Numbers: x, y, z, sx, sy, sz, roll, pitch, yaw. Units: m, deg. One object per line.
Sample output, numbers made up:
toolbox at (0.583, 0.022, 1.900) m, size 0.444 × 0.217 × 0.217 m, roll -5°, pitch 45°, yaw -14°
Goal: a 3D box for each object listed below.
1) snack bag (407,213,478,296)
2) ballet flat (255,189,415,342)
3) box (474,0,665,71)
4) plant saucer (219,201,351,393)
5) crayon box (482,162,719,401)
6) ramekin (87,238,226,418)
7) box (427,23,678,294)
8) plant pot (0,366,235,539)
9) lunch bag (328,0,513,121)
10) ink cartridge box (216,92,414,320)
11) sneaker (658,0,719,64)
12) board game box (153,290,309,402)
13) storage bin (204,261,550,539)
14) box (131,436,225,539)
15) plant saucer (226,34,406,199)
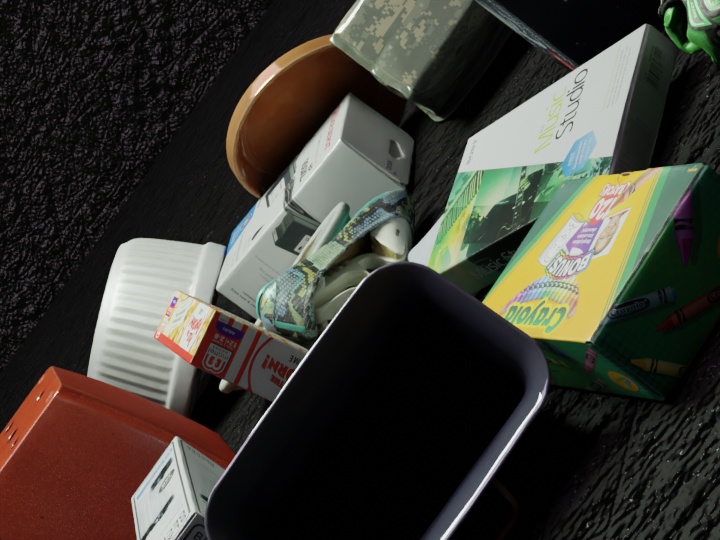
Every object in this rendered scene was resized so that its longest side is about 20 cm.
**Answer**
snack bag at (0.100, -0.048, 1.468) m, size 0.189 × 0.021 × 0.200 m, roll -51°, pitch 14°, yaw 15°
ballet flat at (0.000, 0.000, 1.585) m, size 0.200 × 0.074 × 0.074 m, roll -41°, pitch 4°, yaw -35°
box at (0.131, -0.243, 1.461) m, size 0.104 × 0.200 × 0.182 m, roll -53°, pitch 13°, yaw 7°
plant saucer at (-0.052, 0.034, 1.685) m, size 0.200 × 0.050 × 0.200 m, roll -57°, pitch 5°, yaw 7°
crayon box at (0.144, 0.007, 1.097) m, size 0.119 × 0.058 × 0.200 m, roll -56°, pitch 14°, yaw -10°
ramekin at (-0.205, 0.061, 1.896) m, size 0.200 × 0.105 × 0.200 m, roll -167°, pitch 90°, yaw -88°
box at (0.131, -0.072, 1.330) m, size 0.200 × 0.036 × 0.144 m, roll -33°, pitch 30°, yaw 47°
plant pot at (-0.240, 0.194, 1.689) m, size 0.200 × 0.176 × 0.200 m, roll -54°, pitch 13°, yaw -4°
lunch bag at (0.077, -0.236, 1.792) m, size 0.164 × 0.118 × 0.200 m, roll -55°, pitch -14°, yaw 6°
ink cartridge box at (-0.043, -0.057, 1.838) m, size 0.200 × 0.084 × 0.145 m, roll -49°, pitch 13°, yaw 20°
sneaker at (0.227, -0.198, 1.284) m, size 0.085 × 0.078 × 0.200 m, roll -51°, pitch 14°, yaw 14°
board game box at (-0.070, 0.072, 1.460) m, size 0.046 × 0.151 × 0.200 m, roll -64°, pitch 13°, yaw -3°
storage bin at (0.027, 0.115, 1.111) m, size 0.200 × 0.145 × 0.134 m, roll -55°, pitch -14°, yaw -3°
box at (-0.095, 0.194, 1.327) m, size 0.060 × 0.117 × 0.200 m, roll -53°, pitch 14°, yaw 2°
plant saucer at (-0.045, -0.154, 1.895) m, size 0.200 × 0.200 × 0.032 m, roll -50°, pitch 53°, yaw 16°
